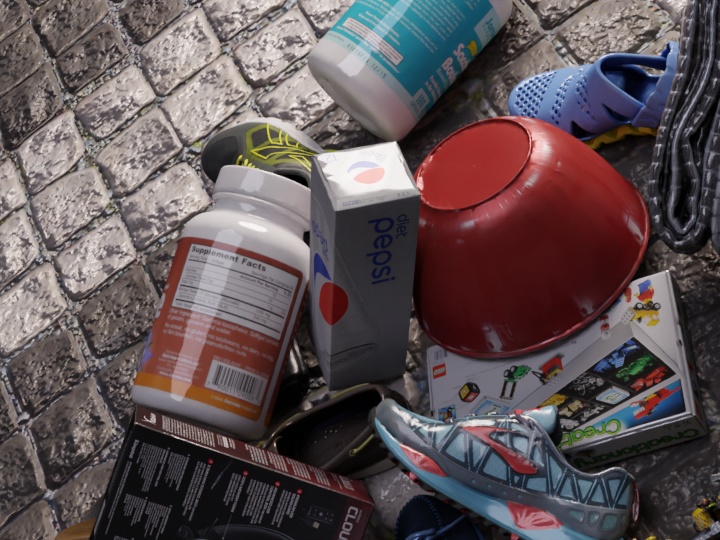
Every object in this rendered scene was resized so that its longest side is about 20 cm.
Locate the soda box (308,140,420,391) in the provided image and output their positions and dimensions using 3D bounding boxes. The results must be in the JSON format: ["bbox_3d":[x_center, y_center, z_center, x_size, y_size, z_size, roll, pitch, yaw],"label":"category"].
[{"bbox_3d":[0.000,0.000,1.266,0.068,0.201,0.064,-11,48,-14],"label":"soda box"}]

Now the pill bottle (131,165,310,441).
[{"bbox_3d":[-0.100,0.025,1.319,0.112,0.112,0.201,9,77,36],"label":"pill bottle"}]

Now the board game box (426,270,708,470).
[{"bbox_3d":[0.147,0.087,1.228,0.199,0.035,0.127,-19,51,21],"label":"board game box"}]

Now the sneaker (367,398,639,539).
[{"bbox_3d":[0.102,0.131,1.167,0.199,0.079,0.096,28,86,12],"label":"sneaker"}]

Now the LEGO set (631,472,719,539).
[{"bbox_3d":[0.240,0.201,1.034,0.153,0.116,0.201,-28,48,13],"label":"LEGO set"}]

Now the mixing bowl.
[{"bbox_3d":[0.107,-0.045,1.268,0.199,0.109,0.201,-21,38,17],"label":"mixing bowl"}]

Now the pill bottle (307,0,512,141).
[{"bbox_3d":[0.055,-0.217,1.442,0.200,0.111,0.111,-49,47,-5],"label":"pill bottle"}]

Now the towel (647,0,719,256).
[{"bbox_3d":[0.250,-0.109,1.165,0.085,0.166,0.201,8,90,15],"label":"towel"}]

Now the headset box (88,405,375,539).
[{"bbox_3d":[-0.091,0.201,1.185,0.077,0.199,0.150,-143,72,-80],"label":"headset box"}]

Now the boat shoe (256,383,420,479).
[{"bbox_3d":[-0.050,0.147,1.294,0.199,0.060,0.072,-27,50,14],"label":"boat shoe"}]

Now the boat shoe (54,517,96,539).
[{"bbox_3d":[-0.130,0.221,1.255,0.199,0.072,0.073,-1,95,-2],"label":"boat shoe"}]

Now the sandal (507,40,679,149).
[{"bbox_3d":[0.203,-0.142,1.316,0.199,0.087,0.080,-1,61,34],"label":"sandal"}]

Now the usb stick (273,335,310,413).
[{"bbox_3d":[-0.086,0.034,1.414,0.055,0.033,0.201,-34,47,17],"label":"usb stick"}]

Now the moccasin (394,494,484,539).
[{"bbox_3d":[0.050,0.218,1.143,0.081,0.068,0.200,-60,24,20],"label":"moccasin"}]

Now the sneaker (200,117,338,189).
[{"bbox_3d":[-0.072,-0.082,1.433,0.199,0.084,0.075,14,113,38],"label":"sneaker"}]

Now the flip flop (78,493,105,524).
[{"bbox_3d":[-0.168,0.186,1.345,0.081,0.058,0.201,18,56,8],"label":"flip flop"}]
